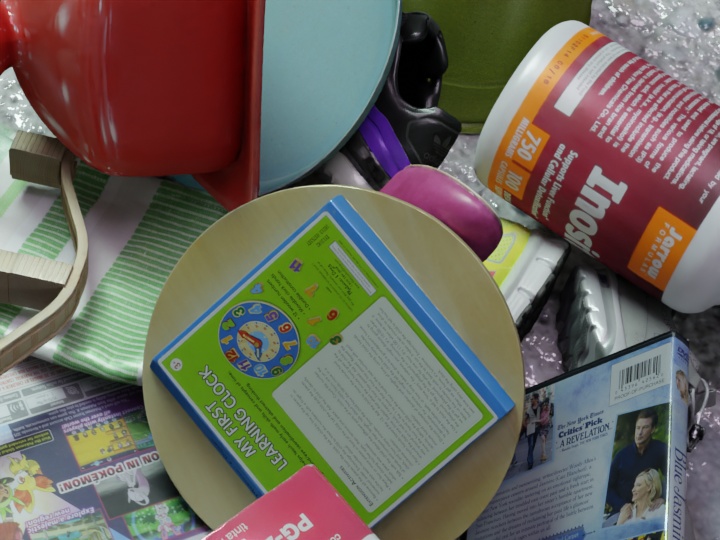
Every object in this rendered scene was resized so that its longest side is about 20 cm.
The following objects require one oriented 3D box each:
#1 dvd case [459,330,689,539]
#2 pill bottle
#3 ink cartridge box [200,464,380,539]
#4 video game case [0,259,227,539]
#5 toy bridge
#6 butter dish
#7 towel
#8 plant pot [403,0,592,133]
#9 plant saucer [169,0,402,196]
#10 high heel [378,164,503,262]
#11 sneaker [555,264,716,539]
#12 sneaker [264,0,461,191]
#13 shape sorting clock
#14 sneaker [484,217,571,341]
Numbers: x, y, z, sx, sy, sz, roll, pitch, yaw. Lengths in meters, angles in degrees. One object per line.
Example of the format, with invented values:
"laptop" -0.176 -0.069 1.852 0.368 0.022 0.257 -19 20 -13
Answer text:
"dvd case" 0.106 0.137 0.910 0.018 0.142 0.201 36 46 -31
"pill bottle" 0.174 -0.049 1.019 0.199 0.113 0.113 34 54 15
"ink cartridge box" 0.000 0.214 0.813 0.084 0.145 0.200 -31 67 -29
"video game case" -0.144 0.085 0.950 0.198 0.023 0.183 -16 60 -25
"toy bridge" -0.182 0.005 0.937 0.067 0.027 0.201 12 45 2
"butter dish" -0.147 -0.138 0.967 0.147 0.201 0.200 -14 38 -27
"towel" -0.162 -0.012 0.989 0.198 0.024 0.153 19 46 7
"plant pot" 0.075 -0.226 1.122 0.198 0.194 0.202 7 54 -9
"plant saucer" -0.052 -0.135 1.055 0.027 0.199 0.201 26 36 -51
"high heel" 0.000 0.000 0.946 0.096 0.199 0.068 -47 110 -21
"sneaker" 0.169 0.079 0.998 0.081 0.075 0.201 2 54 -11
"sneaker" 0.004 -0.128 1.074 0.069 0.099 0.201 24 30 -52
"shape sorting clock" -0.015 0.057 0.895 0.198 0.039 0.202 1 94 8
"sneaker" 0.042 0.031 1.006 0.090 0.079 0.200 32 42 10
